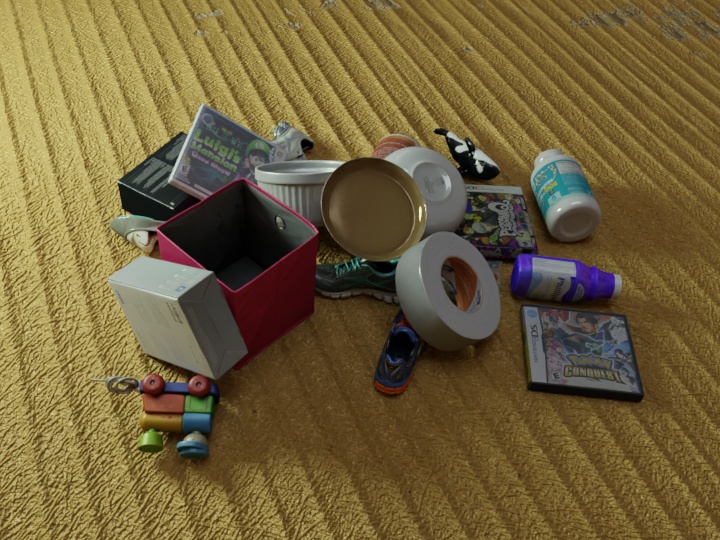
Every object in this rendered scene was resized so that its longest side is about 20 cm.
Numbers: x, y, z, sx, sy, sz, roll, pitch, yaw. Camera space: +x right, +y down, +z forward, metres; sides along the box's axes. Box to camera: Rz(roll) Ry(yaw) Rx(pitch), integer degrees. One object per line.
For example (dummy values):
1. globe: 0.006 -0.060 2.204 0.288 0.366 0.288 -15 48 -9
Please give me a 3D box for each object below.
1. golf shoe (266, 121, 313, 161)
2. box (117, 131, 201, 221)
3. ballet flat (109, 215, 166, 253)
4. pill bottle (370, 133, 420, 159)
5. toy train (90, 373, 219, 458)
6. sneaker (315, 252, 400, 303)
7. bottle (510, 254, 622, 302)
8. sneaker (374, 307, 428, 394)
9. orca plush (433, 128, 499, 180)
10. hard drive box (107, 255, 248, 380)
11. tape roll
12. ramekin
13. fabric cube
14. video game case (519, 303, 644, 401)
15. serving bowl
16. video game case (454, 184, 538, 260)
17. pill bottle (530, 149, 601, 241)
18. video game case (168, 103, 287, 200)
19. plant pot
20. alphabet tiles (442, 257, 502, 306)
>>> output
1. golf shoe: -0.162 -0.241 1.644 0.096 0.079 0.201 21 49 4
2. box: -0.365 -0.178 1.554 0.140 0.079 0.200 24 48 18
3. ballet flat: -0.378 -0.062 1.453 0.198 0.068 0.064 5 57 -1
4. pill bottle: 0.055 -0.182 1.585 0.111 0.113 0.201 17 47 10
5. toy train: -0.321 0.226 1.185 0.198 0.085 0.117 3 60 -4
6. sneaker: 0.000 0.000 1.420 0.198 0.092 0.078 3 45 -3
7. bottle: 0.387 0.019 1.455 0.198 0.084 0.066 8 45 -1
8. sneaker: 0.081 0.117 1.328 0.075 0.079 0.201 15 47 7
9. orca plush: 0.219 -0.246 1.696 0.071 0.105 0.200 -41 61 0
10. hard drive box: -0.291 0.071 1.225 0.199 0.157 0.077 11 40 41
11. tape roll: 0.155 0.036 1.347 0.199 0.066 0.202 21 55 -34
12. ramekin: -0.103 -0.150 1.495 0.198 0.106 0.200 -1 16 0
13. fabric cube: -0.204 0.003 1.320 0.196 0.200 0.200 35 52 25
14. video game case: 0.390 0.143 1.378 0.198 0.026 0.182 6 46 -1
15. serving bowl: 0.125 -0.157 1.492 0.198 0.066 0.202 9 66 -20
16. video game case: 0.256 -0.102 1.581 0.179 0.036 0.201 2 44 -4
17. pill bottle: 0.421 -0.164 1.613 0.110 0.111 0.201 -1 46 -8
18. video game case: -0.256 -0.205 1.525 0.199 0.023 0.183 28 64 -23
19. plant pot: 0.023 -0.108 1.399 0.198 0.027 0.202 5 72 -15
20. alphabet tiles: 0.189 0.011 1.492 0.165 0.006 0.201 12 46 4
